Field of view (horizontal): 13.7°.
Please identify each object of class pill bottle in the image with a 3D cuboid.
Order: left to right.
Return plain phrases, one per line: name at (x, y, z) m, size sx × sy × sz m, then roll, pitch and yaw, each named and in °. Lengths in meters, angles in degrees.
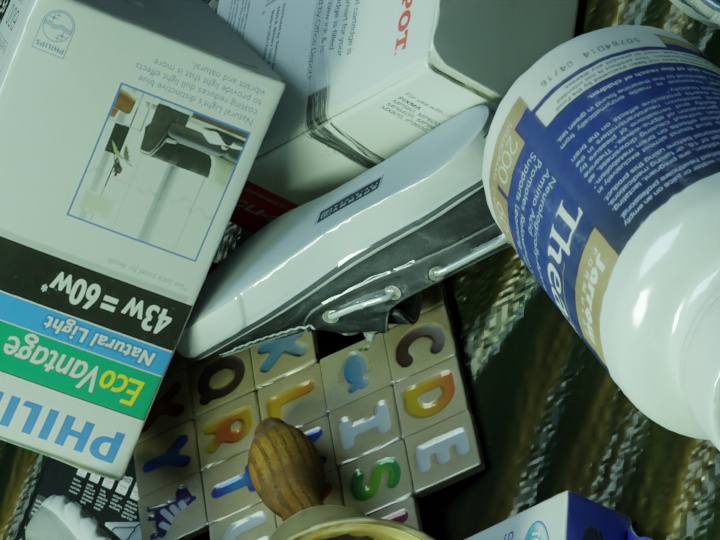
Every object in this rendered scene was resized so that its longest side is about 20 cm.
pill bottle at (0.129, -0.005, 1.140) m, size 0.111 × 0.111 × 0.200 m, roll -57°, pitch 31°, yaw 15°

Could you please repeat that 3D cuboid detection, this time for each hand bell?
hand bell at (-0.020, 0.109, 1.266) m, size 0.104 × 0.104 × 0.200 m, roll -58°, pitch 19°, yaw 13°

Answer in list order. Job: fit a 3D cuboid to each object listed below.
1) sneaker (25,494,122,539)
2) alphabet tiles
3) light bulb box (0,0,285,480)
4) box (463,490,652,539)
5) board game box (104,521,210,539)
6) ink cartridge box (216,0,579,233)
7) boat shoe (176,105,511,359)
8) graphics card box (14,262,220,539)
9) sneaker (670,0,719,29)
sneaker at (-0.110, 0.177, 1.304) m, size 0.082 × 0.075 × 0.200 m, roll -38°, pitch 46°, yaw 4°
alphabet tiles at (-0.029, 0.072, 1.366) m, size 0.167 × 0.008 × 0.200 m, roll -24°, pitch 43°, yaw 13°
light bulb box at (-0.143, -0.038, 1.408) m, size 0.201 × 0.124 × 0.198 m, roll -67°, pitch 18°, yaw 9°
box at (0.045, 0.170, 1.219) m, size 0.200 × 0.041 × 0.119 m, roll -34°, pitch 43°, yaw 46°
board game box at (-0.085, 0.208, 1.346) m, size 0.126 × 0.035 × 0.201 m, roll -5°, pitch 57°, yaw 35°
ink cartridge box at (0.012, -0.110, 1.424) m, size 0.200 × 0.084 × 0.145 m, roll -25°, pitch 48°, yaw 50°
boat shoe at (0.000, 0.000, 1.355) m, size 0.200 × 0.068 × 0.072 m, roll -31°, pitch 19°, yaw 25°
graphics card box at (-0.106, 0.092, 1.499) m, size 0.125 × 0.051 × 0.201 m, roll 12°, pitch 78°, yaw 58°
sneaker at (0.154, -0.136, 1.219) m, size 0.078 × 0.086 × 0.200 m, roll -60°, pitch 31°, yaw 7°
